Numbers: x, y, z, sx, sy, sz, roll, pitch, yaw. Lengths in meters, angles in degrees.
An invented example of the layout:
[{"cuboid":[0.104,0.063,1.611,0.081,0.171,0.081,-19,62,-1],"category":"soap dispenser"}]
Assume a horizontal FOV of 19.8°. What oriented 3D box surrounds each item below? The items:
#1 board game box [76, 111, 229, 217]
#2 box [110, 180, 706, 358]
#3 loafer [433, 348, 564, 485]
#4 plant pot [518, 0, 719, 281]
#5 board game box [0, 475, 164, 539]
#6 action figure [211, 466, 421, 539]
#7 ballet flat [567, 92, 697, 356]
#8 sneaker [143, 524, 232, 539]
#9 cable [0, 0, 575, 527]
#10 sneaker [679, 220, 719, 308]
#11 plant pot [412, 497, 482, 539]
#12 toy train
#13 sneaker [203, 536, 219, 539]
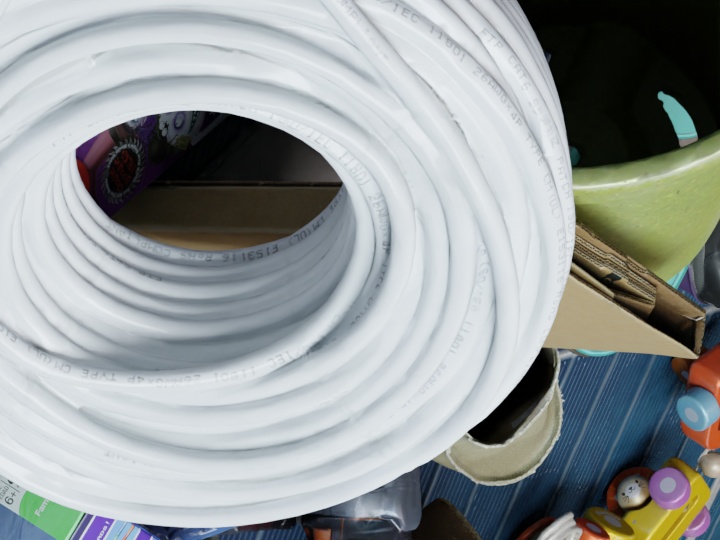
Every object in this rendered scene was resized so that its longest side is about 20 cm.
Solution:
[{"cuboid":[-0.082,-0.107,0.596,0.120,0.032,0.200,-41,142,-36],"category":"board game box"},{"cuboid":[0.000,0.000,0.716,0.163,0.200,0.021,27,68,-57],"category":"box"},{"cuboid":[0.056,0.055,0.946,0.076,0.068,0.200,-46,148,-7],"category":"loafer"},{"cuboid":[0.073,-0.078,0.740,0.200,0.200,0.184,-41,159,-14],"category":"plant pot"},{"cuboid":[-0.127,0.163,0.654,0.200,0.034,0.135,-58,159,-10],"category":"board game box"},{"cuboid":[0.008,0.103,0.860,0.200,0.104,0.194,-10,87,-67],"category":"action figure"},{"cuboid":[0.124,-0.061,0.903,0.067,0.070,0.200,8,114,-18],"category":"ballet flat"},{"cuboid":[-0.129,0.071,0.745,0.200,0.078,0.070,-13,139,-15],"category":"sneaker"},{"cuboid":[-0.044,-0.020,0.554,0.200,0.069,0.200,37,120,-26],"category":"cable"},{"cuboid":[0.182,-0.072,0.951,0.076,0.088,0.200,-24,139,-35],"category":"sneaker"},{"cuboid":[-0.005,0.237,0.980,0.200,0.187,0.187,-27,144,-9],"category":"plant pot"},{"cuboid":[0.146,0.113,1.137,0.200,0.056,0.150,-35,144,-28],"category":"toy train"},{"cuboid":[-0.139,0.156,0.814,0.199,0.076,0.114,-47,175,-36],"category":"sneaker"}]
